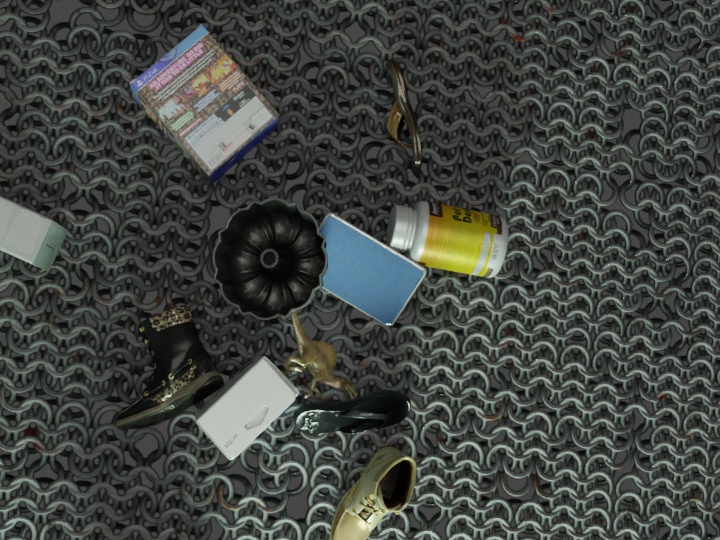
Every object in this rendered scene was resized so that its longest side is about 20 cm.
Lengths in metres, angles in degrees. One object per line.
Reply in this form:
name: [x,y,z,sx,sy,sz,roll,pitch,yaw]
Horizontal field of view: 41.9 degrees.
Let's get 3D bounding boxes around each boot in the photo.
boot: [-0.330,0.161,1.539,0.198,0.073,0.152,-29,71,17]
boot: [0.021,0.385,1.538,0.072,0.155,0.201,35,80,-5]

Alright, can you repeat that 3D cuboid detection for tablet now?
tablet: [0.000,0.000,1.613,0.198,0.014,0.131,31,113,-5]

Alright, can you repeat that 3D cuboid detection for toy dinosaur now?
toy dinosaur: [-0.089,0.151,1.603,0.101,0.058,0.201,-36,93,-27]

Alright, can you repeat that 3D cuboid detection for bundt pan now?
bundt pan: [-0.143,-0.015,1.568,0.199,0.076,0.205,-2,82,11]

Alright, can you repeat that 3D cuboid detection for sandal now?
sandal: [-0.010,0.252,1.588,0.197,0.043,0.077,-9,127,-3]
sandal: [0.069,-0.271,1.650,0.054,0.082,0.203,-17,89,6]

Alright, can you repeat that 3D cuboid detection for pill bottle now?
pill bottle: [0.147,-0.057,1.625,0.197,0.109,0.111,10,83,-9]

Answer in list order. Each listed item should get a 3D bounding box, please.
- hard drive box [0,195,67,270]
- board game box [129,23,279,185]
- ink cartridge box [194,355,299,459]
hard drive box: [-0.578,-0.079,1.480,0.198,0.156,0.078,25,82,-6]
board game box: [-0.261,-0.275,1.581,0.159,0.097,0.200,-41,92,-11]
ink cartridge box: [-0.184,0.212,1.497,0.146,0.200,0.086,-43,92,-11]
